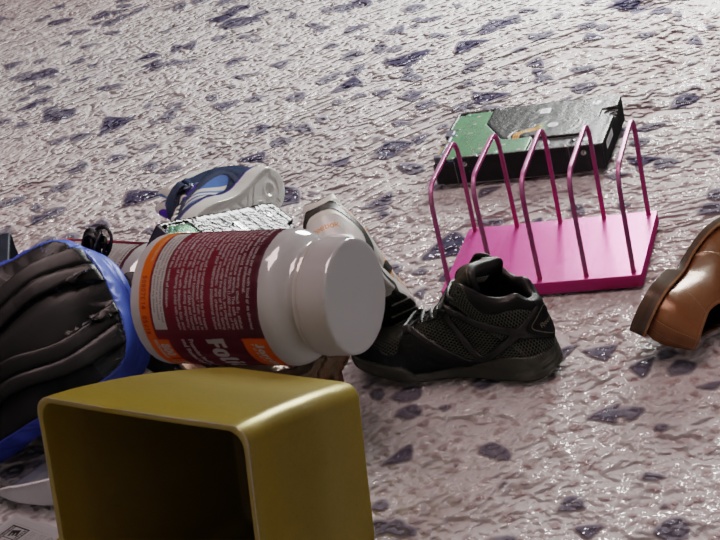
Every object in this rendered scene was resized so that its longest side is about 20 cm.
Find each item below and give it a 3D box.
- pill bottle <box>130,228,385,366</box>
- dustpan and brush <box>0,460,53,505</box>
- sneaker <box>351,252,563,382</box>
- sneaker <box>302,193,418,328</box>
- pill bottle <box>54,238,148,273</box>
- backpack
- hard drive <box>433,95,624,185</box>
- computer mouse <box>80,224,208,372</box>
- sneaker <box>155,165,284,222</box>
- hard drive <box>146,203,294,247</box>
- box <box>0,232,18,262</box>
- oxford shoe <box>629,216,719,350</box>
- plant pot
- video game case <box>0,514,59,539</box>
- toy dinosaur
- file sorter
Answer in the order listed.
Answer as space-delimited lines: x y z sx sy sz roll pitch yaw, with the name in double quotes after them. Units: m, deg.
-0.086 0.023 1.469 0.198 0.115 0.114 -1 27 33 "pill bottle"
-0.219 0.160 1.522 0.199 0.058 0.139 9 33 41 "dustpan and brush"
0.077 0.040 1.556 0.197 0.115 0.076 -3 25 29 "sneaker"
0.000 0.000 1.593 0.073 0.200 0.081 -22 58 4 "sneaker"
-0.236 0.025 1.758 0.198 0.111 0.110 3 30 33 "pill bottle"
-0.296 0.064 1.598 0.199 0.164 0.168 -30 -7 7 "backpack"
0.192 -0.147 1.976 0.198 0.038 0.140 -4 26 20 "hard drive"
-0.222 0.067 1.665 0.200 0.141 0.046 42 36 14 "computer mouse"
-0.189 -0.051 1.947 0.145 0.081 0.200 -5 28 39 "sneaker"
-0.097 -0.003 1.672 0.139 0.038 0.199 37 23 20 "hard drive"
-0.443 0.059 1.802 0.198 0.108 0.149 -15 25 -4 "box"
0.310 0.017 1.556 0.071 0.072 0.200 28 40 17 "oxford shoe"
-0.097 0.169 1.299 0.198 0.202 0.176 4 19 35 "plant pot"
-0.287 0.272 1.372 0.181 0.023 0.199 9 32 41 "video game case"
-0.086 0.098 1.559 0.135 0.087 0.199 -32 25 -32 "toy dinosaur"
0.177 -0.063 1.700 0.198 0.127 0.139 -5 26 19 "file sorter"
